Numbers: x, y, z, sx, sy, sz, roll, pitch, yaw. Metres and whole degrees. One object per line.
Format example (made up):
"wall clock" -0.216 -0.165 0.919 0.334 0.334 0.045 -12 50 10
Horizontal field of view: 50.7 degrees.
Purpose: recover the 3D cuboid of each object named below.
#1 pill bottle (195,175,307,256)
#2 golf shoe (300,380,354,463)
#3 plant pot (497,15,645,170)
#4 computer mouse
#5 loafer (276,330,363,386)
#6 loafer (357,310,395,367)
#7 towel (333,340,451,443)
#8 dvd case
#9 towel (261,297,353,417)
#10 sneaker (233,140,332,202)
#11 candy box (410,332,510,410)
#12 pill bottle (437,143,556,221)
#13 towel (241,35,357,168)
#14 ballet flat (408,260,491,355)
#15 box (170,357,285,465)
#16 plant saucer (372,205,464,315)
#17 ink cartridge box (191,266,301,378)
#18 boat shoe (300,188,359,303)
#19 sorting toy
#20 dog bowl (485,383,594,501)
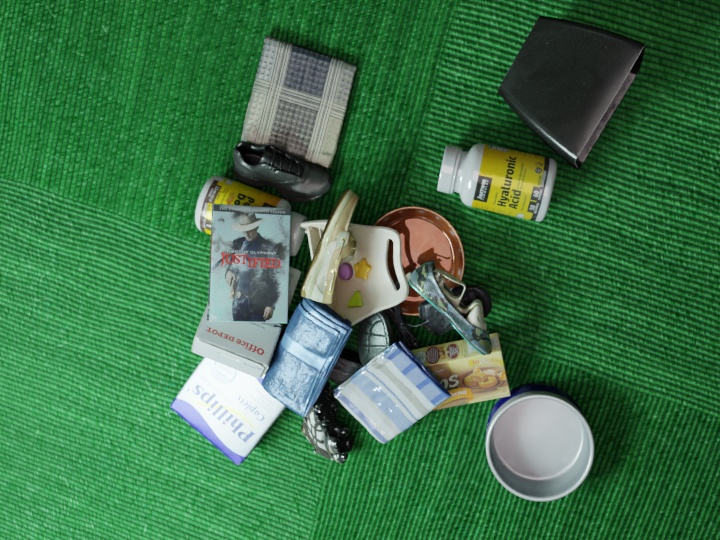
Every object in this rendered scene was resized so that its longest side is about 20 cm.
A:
"pill bottle" -0.202 -0.097 1.424 0.195 0.109 0.112 20 102 5
"golf shoe" -0.086 0.286 1.468 0.092 0.078 0.205 -4 114 33
"plant pot" 0.342 -0.307 1.273 0.175 0.199 0.203 33 103 14
"computer mouse" 0.136 0.053 1.396 0.197 0.046 0.142 -29 101 24
"loafer" -0.091 0.175 1.471 0.195 0.073 0.074 21 106 6
"loafer" 0.038 0.164 1.442 0.070 0.063 0.206 5 108 28
"towel" 0.054 0.229 1.398 0.147 0.024 0.200 45 125 -5
"dvd case" -0.195 -0.011 1.343 0.142 0.022 0.206 3 86 -15
"towel" -0.099 0.154 1.359 0.110 0.048 0.203 30 109 9
"sneaker" -0.148 -0.186 1.403 0.194 0.091 0.078 12 67 5
"candy box" 0.173 0.194 1.416 0.194 0.056 0.117 -12 124 11
"pill bottle" 0.239 -0.161 1.344 0.194 0.111 0.115 13 101 7
"towel" -0.116 -0.311 1.422 0.188 0.035 0.205 17 99 3
"ballet flat" 0.173 0.062 1.327 0.199 0.074 0.074 43 103 -6
"box" -0.235 0.237 1.485 0.183 0.105 0.202 38 103 2
"plant saucer" 0.099 -0.019 1.429 0.194 0.032 0.207 1 100 8
"ink cartridge box" -0.210 0.076 1.401 0.143 0.083 0.204 22 61 -7
"boat shoe" -0.040 -0.040 1.319 0.065 0.074 0.204 22 98 -6
"sorting toy" 0.000 0.000 1.380 0.176 0.106 0.206 -7 92 28
"dog bowl" 0.332 0.319 1.420 0.194 0.079 0.206 1 99 9
